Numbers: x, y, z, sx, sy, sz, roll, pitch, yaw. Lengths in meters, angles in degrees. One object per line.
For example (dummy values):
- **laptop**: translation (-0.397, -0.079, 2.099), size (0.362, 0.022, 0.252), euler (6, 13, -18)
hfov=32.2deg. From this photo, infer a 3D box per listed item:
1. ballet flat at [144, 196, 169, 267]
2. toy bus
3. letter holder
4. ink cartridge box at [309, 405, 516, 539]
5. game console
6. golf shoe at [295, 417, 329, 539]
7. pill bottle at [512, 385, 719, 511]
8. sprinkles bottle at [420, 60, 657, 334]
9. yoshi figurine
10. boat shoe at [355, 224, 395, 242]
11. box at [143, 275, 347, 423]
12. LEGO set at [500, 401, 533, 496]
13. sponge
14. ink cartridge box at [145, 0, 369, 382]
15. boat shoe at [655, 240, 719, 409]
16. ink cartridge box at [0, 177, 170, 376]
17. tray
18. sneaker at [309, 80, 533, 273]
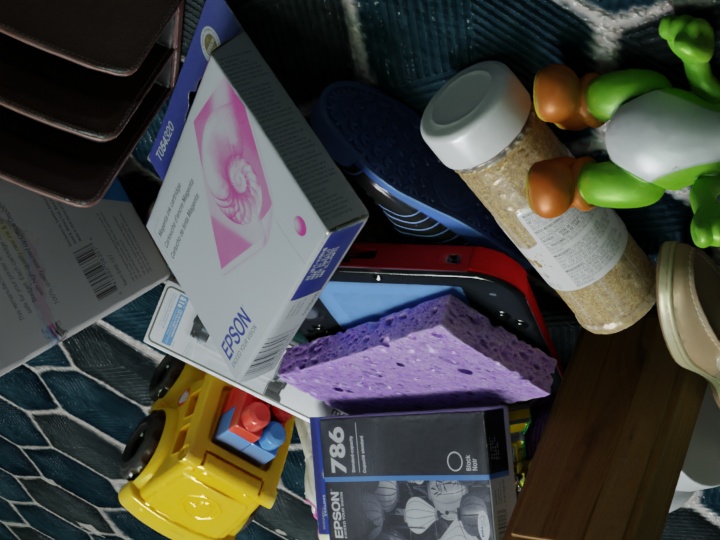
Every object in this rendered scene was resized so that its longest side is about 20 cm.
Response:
- **ballet flat**: translation (-0.097, -0.014, 1.039), size (0.198, 0.068, 0.068), euler (18, 129, 13)
- **toy bus**: translation (-0.121, 0.137, 1.182), size (0.135, 0.202, 0.192), euler (30, 137, -19)
- **letter holder**: translation (-0.242, -0.152, 0.855), size (0.198, 0.143, 0.101), euler (26, 151, 2)
- **ink cartridge box**: translation (0.026, 0.158, 0.948), size (0.198, 0.101, 0.039), euler (-10, 175, 40)
- **game console**: translation (0.040, 0.039, 0.913), size (0.198, 0.031, 0.177), euler (3, 146, 25)
- **golf shoe**: translation (-0.032, 0.181, 1.181), size (0.075, 0.092, 0.200), euler (19, -163, -20)
- **pill bottle**: translation (0.200, 0.142, 0.987), size (0.111, 0.112, 0.199), euler (36, 150, -17)
- **sprinkles bottle**: translation (0.121, -0.043, 0.806), size (0.068, 0.069, 0.200), euler (-8, 136, 45)
- **yoshi figurine**: translation (0.185, -0.071, 0.675), size (0.198, 0.113, 0.113), euler (4, 137, 31)
- **boat shoe**: translation (0.000, 0.000, 0.971), size (0.073, 0.070, 0.200), euler (-10, 139, 38)
- **box**: translation (-0.076, 0.066, 1.088), size (0.198, 0.061, 0.117), euler (25, -168, 2)
- **LEGO set**: translation (0.048, 0.167, 1.017), size (0.115, 0.156, 0.199), euler (-5, -175, -33)
- **sponge**: translation (0.037, 0.073, 0.924), size (0.111, 0.030, 0.199), euler (30, 151, -29)
- **ink cartridge box**: translation (-0.092, -0.054, 0.855), size (0.201, 0.043, 0.197), euler (55, 144, 18)
- **boat shoe**: translation (0.256, 0.043, 0.838), size (0.064, 0.072, 0.200), euler (-7, 144, 36)
- **ink cartridge box**: translation (-0.296, 0.001, 1.037), size (0.144, 0.199, 0.148), euler (-23, 97, 54)
- **tray**: translation (0.178, 0.116, 0.874), size (0.098, 0.201, 0.037), euler (-2, 140, 40)
- **sneaker**: translation (0.037, -0.049, 0.863), size (0.199, 0.071, 0.078), euler (35, 143, -16)
